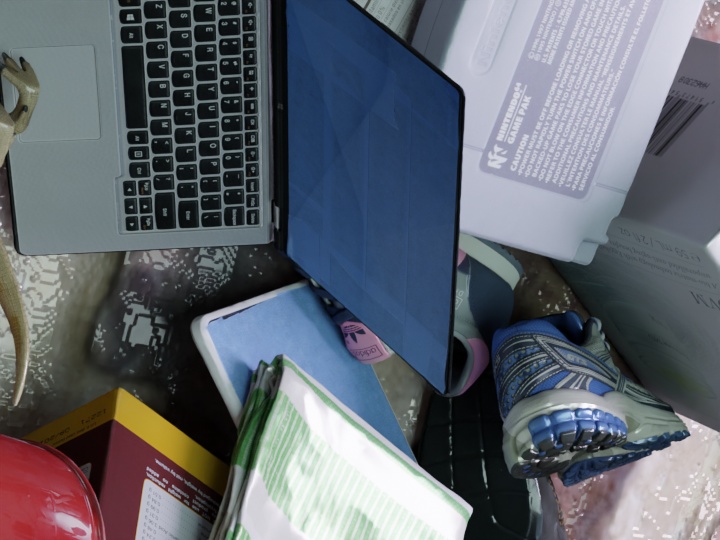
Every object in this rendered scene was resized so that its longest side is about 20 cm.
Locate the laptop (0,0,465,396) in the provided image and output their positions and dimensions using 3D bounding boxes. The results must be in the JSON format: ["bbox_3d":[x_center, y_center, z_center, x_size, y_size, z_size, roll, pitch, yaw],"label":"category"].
[{"bbox_3d":[-0.061,-0.043,1.204,0.199,0.116,0.188,-3,135,-4],"label":"laptop"}]

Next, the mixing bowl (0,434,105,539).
[{"bbox_3d":[-0.219,0.140,1.184,0.108,0.200,0.201,41,81,-40],"label":"mixing bowl"}]

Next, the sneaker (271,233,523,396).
[{"bbox_3d":[0.000,0.000,1.375,0.199,0.070,0.082,26,73,-32],"label":"sneaker"}]

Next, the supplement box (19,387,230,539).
[{"bbox_3d":[-0.104,0.206,1.280,0.197,0.132,0.201,39,39,-33],"label":"supplement box"}]

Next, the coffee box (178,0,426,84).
[{"bbox_3d":[-0.018,-0.114,1.316,0.200,0.114,0.080,33,87,-32],"label":"coffee box"}]

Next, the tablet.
[{"bbox_3d":[-0.009,0.103,1.355,0.130,0.014,0.201,-20,84,-58],"label":"tablet"}]

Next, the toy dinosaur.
[{"bbox_3d":[-0.182,-0.046,1.197,0.101,0.200,0.058,-49,168,29],"label":"toy dinosaur"}]

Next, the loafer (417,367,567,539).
[{"bbox_3d":[0.079,0.145,1.484,0.072,0.072,0.201,-36,119,-63],"label":"loafer"}]

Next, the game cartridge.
[{"bbox_3d":[0.091,-0.109,1.283,0.133,0.041,0.201,14,103,-36],"label":"game cartridge"}]

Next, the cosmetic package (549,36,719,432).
[{"bbox_3d":[0.203,-0.007,1.427,0.123,0.199,0.200,-47,121,-12],"label":"cosmetic package"}]

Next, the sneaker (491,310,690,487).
[{"bbox_3d":[0.119,0.062,1.440,0.077,0.200,0.086,-22,76,14],"label":"sneaker"}]

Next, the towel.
[{"bbox_3d":[-0.014,0.155,1.279,0.152,0.023,0.201,40,43,-27],"label":"towel"}]
